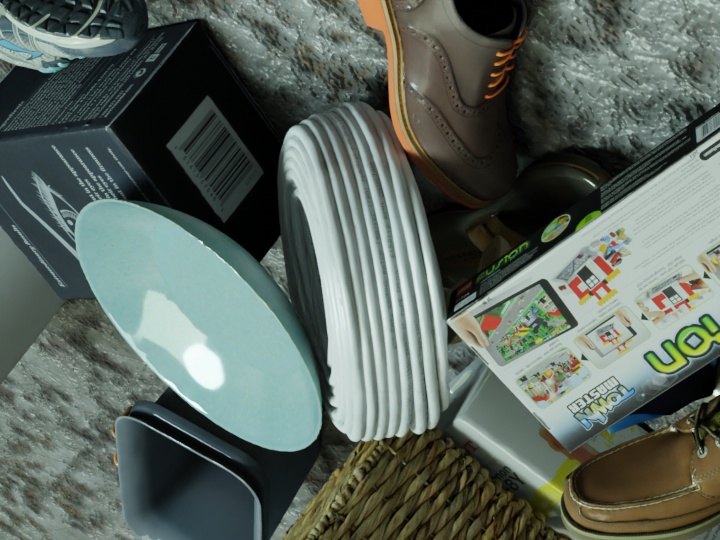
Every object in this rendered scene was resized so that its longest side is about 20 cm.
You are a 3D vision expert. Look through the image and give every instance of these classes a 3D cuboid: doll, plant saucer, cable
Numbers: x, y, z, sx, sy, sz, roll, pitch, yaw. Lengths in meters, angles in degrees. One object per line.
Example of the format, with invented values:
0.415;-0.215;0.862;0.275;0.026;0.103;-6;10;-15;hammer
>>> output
0.153;0.044;1.139;0.199;0.049;0.137;22;132;-18;doll
-0.090;0.024;1.199;0.201;0.039;0.201;33;151;21;plant saucer
0.000;0.000;1.150;0.069;0.201;0.200;-10;146;-8;cable

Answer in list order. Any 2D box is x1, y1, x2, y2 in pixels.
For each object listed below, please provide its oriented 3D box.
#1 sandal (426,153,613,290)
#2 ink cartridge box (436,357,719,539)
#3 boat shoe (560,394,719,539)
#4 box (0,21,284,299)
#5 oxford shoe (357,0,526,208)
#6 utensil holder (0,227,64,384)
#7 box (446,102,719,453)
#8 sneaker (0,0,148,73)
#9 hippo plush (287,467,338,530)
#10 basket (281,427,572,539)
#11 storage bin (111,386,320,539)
0.091;-0.014;1.169;0.082;0.055;0.200;48;146;-20;sandal
0.135;0.152;1.325;0.200;0.084;0.145;38;149;-2;ink cartridge box
0.209;0.101;1.126;0.199;0.072;0.068;-15;134;-3;boat shoe
-0.156;-0.068;1.293;0.200;0.104;0.148;-1;134;46;box
0.056;-0.111;1.058;0.072;0.071;0.200;6;138;33;oxford shoe
-0.327;0.025;1.496;0.169;0.200;0.170;25;147;18;utensil holder
0.156;0.004;1.049;0.200;0.035;0.110;-36;109;23;box
-0.197;-0.165;1.246;0.200;0.078;0.086;19;156;40;sneaker
-0.008;0.260;1.541;0.200;0.160;0.161;29;166;-27;hippo plush
0.012;0.216;1.254;0.149;0.200;0.143;40;148;-2;basket
-0.103;0.129;1.481;0.145;0.134;0.200;27;147;14;storage bin
